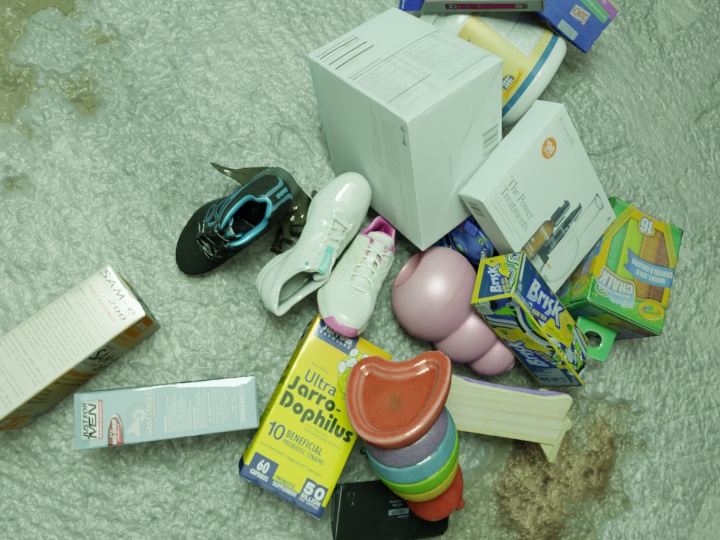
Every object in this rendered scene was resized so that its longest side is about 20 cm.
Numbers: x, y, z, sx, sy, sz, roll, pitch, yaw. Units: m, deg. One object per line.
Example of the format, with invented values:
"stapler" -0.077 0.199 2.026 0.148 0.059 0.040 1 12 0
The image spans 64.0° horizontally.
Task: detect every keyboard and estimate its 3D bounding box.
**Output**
"keyboard" 0.045 0.272 0.720 0.196 0.020 0.132 13 81 -39

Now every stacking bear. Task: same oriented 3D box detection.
"stacking bear" 0.066 0.206 0.654 0.118 0.203 0.115 -7 38 22

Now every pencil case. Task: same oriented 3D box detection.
"pencil case" 0.207 -0.092 0.793 0.199 0.088 0.078 -39 69 -17

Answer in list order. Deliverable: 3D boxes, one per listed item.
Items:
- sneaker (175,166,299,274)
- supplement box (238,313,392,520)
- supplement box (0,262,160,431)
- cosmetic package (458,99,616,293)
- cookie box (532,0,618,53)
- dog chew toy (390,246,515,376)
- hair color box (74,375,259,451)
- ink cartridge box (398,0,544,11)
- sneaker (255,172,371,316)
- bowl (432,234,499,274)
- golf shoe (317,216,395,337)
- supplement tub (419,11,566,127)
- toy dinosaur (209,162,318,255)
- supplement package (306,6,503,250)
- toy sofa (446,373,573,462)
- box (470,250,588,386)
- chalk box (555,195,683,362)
"sneaker" -0.165 -0.053 0.699 0.198 0.082 0.074 -35 105 24
"supplement box" -0.057 0.173 0.709 0.107 0.109 0.204 28 74 -6
"supplement box" -0.335 0.090 0.652 0.198 0.126 0.074 -38 88 -16
"cosmetic package" 0.228 -0.081 0.724 0.152 0.051 0.200 -49 125 -7
"cookie box" 0.251 -0.422 0.829 0.168 0.076 0.202 6 43 -48
"dog chew toy" 0.134 0.064 0.773 0.199 0.124 0.126 41 73 -11
"hair color box" -0.220 0.163 0.678 0.193 0.099 0.063 -4 81 -14
"ink cartridge box" 0.143 -0.388 0.742 0.194 0.037 0.098 9 90 22
"sneaker" -0.047 -0.026 0.704 0.075 0.088 0.202 37 93 -26
"bowl" 0.198 -0.055 0.848 0.194 0.039 0.208 3 79 -13
"golf shoe" 0.000 0.000 0.715 0.074 0.093 0.202 28 31 -6
"supplement tub" 0.182 -0.325 0.840 0.198 0.145 0.147 36 74 -4
"toy dinosaur" -0.109 -0.091 0.776 0.196 0.077 0.104 30 63 -1
"supplement package" 0.060 -0.180 0.721 0.145 0.194 0.200 -34 51 -17
"toy sofa" 0.172 0.176 0.760 0.193 0.083 0.101 10 107 -10
"box" 0.221 0.067 0.738 0.200 0.063 0.071 46 51 -32
"chalk box" 0.353 0.024 0.826 0.121 0.124 0.206 21 75 -8
